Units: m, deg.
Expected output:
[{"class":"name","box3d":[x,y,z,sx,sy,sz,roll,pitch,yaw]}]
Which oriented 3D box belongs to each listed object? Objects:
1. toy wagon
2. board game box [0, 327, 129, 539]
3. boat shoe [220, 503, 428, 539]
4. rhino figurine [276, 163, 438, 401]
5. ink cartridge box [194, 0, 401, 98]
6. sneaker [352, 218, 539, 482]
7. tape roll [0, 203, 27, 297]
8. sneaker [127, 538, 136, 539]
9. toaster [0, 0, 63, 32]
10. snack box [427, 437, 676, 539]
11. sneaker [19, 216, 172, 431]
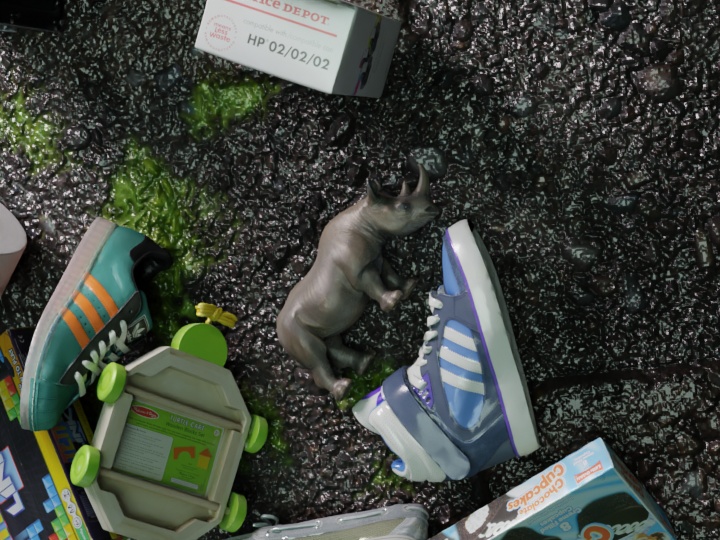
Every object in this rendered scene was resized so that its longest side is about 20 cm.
[{"class":"toy wagon","box3d":[-0.151,0.127,1.085,0.039,0.154,0.203,-6,65,55]},{"class":"board game box","box3d":[-0.302,0.177,1.126,0.165,0.056,0.202,-36,71,25]},{"class":"boat shoe","box3d":[-0.038,0.239,1.105,0.199,0.065,0.075,-11,131,18]},{"class":"rhino figurine","box3d":[0.000,0.000,1.069,0.087,0.060,0.202,32,100,11]},{"class":"ink cartridge box","box3d":[-0.049,-0.181,0.990,0.114,0.200,0.069,19,100,11]},{"class":"sneaker","box3d":[0.053,0.074,1.051,0.145,0.081,0.203,-16,97,11]},{"class":"tape roll","box3d":[-0.385,-0.037,1.090,0.201,0.202,0.071,32,103,9]},{"class":"sneaker","box3d":[-0.226,0.224,1.139,0.114,0.076,0.204,-3,97,12]},{"class":"toaster","box3d":[-0.325,-0.297,1.058,0.117,0.181,0.203,7,98,14]},{"class":"snack box","box3d":[0.139,0.225,1.037,0.199,0.037,0.116,-34,125,15]},{"class":"sneaker","box3d":[-0.218,0.048,1.080,0.079,0.072,0.202,17,59,2]}]
